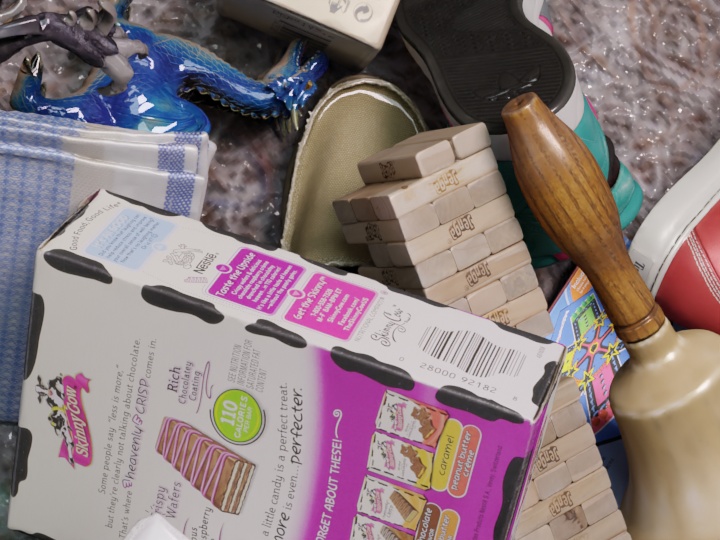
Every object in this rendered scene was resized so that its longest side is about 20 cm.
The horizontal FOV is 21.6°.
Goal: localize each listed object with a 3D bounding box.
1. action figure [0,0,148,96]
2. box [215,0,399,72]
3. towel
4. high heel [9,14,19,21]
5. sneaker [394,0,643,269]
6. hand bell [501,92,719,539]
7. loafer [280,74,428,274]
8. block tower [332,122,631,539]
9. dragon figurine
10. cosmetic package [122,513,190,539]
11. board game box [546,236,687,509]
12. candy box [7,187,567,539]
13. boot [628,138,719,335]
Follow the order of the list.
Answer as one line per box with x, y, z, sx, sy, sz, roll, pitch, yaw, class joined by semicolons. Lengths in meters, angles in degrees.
-0.123;-0.125;0.737;0.199;0.102;0.120;-29;77;5;action figure
0.006;-0.201;0.861;0.077;0.095;0.202;22;88;-5;box
-0.166;-0.004;0.770;0.198;0.148;0.024;6;31;-11;towel
-0.138;-0.130;0.817;0.199;0.072;0.143;-34;51;-9;high heel
0.075;-0.067;0.867;0.083;0.121;0.201;-18;32;6;sneaker
0.111;0.014;0.771;0.104;0.104;0.201;-40;113;-23;hand bell
0.000;0.000;0.834;0.075;0.067;0.202;9;69;-11;loafer
0.051;0.044;0.782;0.054;0.058;0.202;-25;100;-24;block tower
-0.102;-0.058;0.834;0.099;0.059;0.200;45;66;5;dragon figurine
-0.047;0.212;0.676;0.199;0.200;0.123;39;69;2;cosmetic package
0.101;0.085;0.856;0.103;0.019;0.201;36;67;-1;board game box
-0.033;0.066;0.738;0.198;0.137;0.061;19;31;9;candy box
0.230;-0.023;0.873;0.144;0.073;0.200;32;59;19;boot
